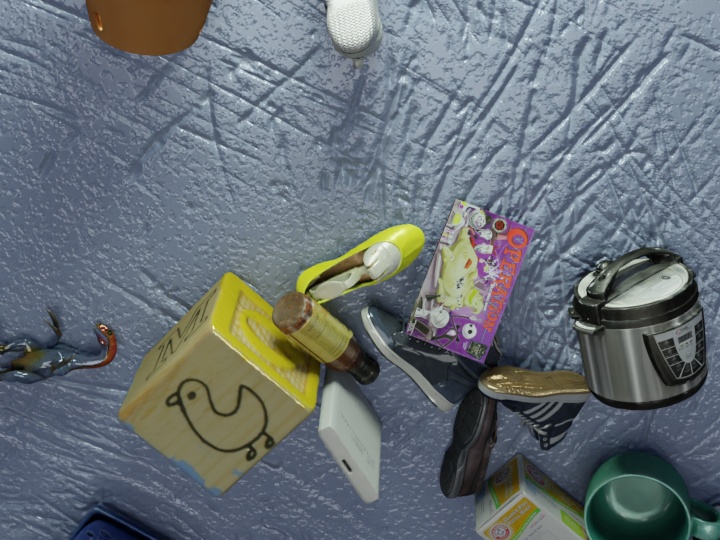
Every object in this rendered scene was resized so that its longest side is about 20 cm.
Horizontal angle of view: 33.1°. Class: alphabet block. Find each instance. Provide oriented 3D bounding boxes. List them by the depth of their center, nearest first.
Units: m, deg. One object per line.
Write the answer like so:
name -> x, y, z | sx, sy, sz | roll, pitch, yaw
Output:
alphabet block -> -0.192, 0.158, 1.702 | 0.195, 0.196, 0.200 | 40, 108, -16

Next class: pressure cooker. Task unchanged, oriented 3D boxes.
pressure cooker -> 0.379, 0.070, 1.658 | 0.178, 0.176, 0.200 | -7, 112, 16

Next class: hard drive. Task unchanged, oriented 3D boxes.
hard drive -> -0.013, 0.224, 1.719 | 0.027, 0.200, 0.132 | -28, 109, 13

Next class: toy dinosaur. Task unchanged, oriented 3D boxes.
toy dinosaur -> -0.455, 0.124, 1.781 | 0.181, 0.105, 0.200 | 8, 151, -15

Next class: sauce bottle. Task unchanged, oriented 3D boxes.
sauce bottle -> -0.044, 0.101, 1.713 | 0.066, 0.066, 0.200 | -33, 135, 14

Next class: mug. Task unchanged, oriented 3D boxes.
mug -> 0.423, 0.357, 1.795 | 0.185, 0.114, 0.152 | 40, 111, 0

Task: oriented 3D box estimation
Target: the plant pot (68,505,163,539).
plant pot -> -0.387, 0.492, 1.855 | 0.200, 0.180, 0.200 | 32, 109, -11

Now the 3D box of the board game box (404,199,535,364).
board game box -> 0.150, 0.015, 1.673 | 0.120, 0.032, 0.200 | 21, 89, -1

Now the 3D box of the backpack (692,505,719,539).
backpack -> 0.602, 0.438, 1.816 | 0.200, 0.154, 0.191 | -21, 102, 17

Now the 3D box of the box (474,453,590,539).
box -> 0.276, 0.392, 1.827 | 0.200, 0.113, 0.101 | 40, 110, -13

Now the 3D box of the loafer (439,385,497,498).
loafer -> 0.173, 0.255, 1.807 | 0.063, 0.072, 0.200 | 4, 120, -21

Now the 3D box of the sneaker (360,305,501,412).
sneaker -> 0.110, 0.091, 1.724 | 0.146, 0.077, 0.202 | -39, 109, 21

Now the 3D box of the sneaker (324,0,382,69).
sneaker -> -0.013, -0.358, 1.549 | 0.075, 0.115, 0.200 | -4, 78, 3

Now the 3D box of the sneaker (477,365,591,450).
sneaker -> 0.239, 0.200, 1.742 | 0.200, 0.070, 0.109 | 5, 121, -33

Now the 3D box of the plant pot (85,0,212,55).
plant pot -> -0.262, -0.362, 1.502 | 0.200, 0.200, 0.140 | 11, 130, -3

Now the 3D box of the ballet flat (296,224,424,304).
ballet flat -> 0.000, 0.000, 1.698 | 0.200, 0.067, 0.067 | -24, 107, 11
